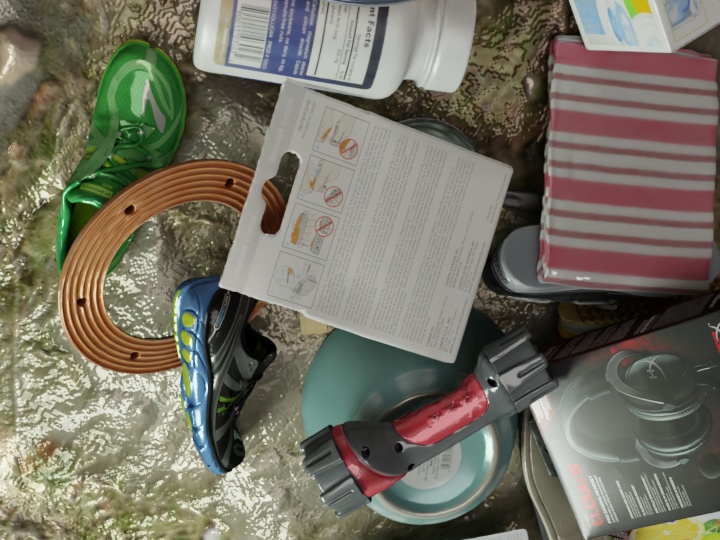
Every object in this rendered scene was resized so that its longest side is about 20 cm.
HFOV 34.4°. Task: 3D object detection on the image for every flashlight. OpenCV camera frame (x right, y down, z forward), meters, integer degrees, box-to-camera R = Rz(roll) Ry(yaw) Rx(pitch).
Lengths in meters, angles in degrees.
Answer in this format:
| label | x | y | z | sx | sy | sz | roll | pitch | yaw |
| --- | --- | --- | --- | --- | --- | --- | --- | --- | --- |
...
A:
| label | x | y | z | sx | sy | sz | roll | pitch | yaw |
| --- | --- | --- | --- | --- | --- | --- | --- | --- | --- |
| flashlight | 0.051 | 0.111 | 0.887 | 0.199 | 0.068 | 0.068 | -32 | 81 | 4 |

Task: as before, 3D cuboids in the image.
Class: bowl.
| label | x | y | z | sx | sy | sz | roll | pitch | yaw |
| --- | --- | --- | --- | --- | --- | --- | --- | --- | --- |
| bowl | 0.053 | 0.132 | 0.985 | 0.198 | 0.105 | 0.204 | -2 | 109 | -7 |

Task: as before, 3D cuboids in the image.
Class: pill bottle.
| label | x | y | z | sx | sy | sz | roll | pitch | yaw |
| --- | --- | --- | --- | --- | --- | --- | --- | --- | --- |
| pill bottle | -0.019 | -0.188 | 0.859 | 0.197 | 0.111 | 0.113 | 8 | 108 | -10 |

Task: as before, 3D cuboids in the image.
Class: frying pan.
| label | x | y | z | sx | sy | sz | roll | pitch | yaw |
| --- | --- | --- | --- | --- | --- | --- | --- | --- | --- |
| frying pan | 0.081 | -0.079 | 0.951 | 0.187 | 0.031 | 0.116 | -16 | 113 | -4 |

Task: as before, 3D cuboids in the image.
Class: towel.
| label | x | y | z | sx | sy | sz | roll | pitch | yaw |
| --- | --- | --- | --- | --- | --- | --- | --- | --- | --- |
| towel | 0.214 | -0.083 | 0.931 | 0.144 | 0.030 | 0.203 | 5 | 85 | -10 |

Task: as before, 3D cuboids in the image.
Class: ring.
| label | x | y | z | sx | sy | sz | roll | pitch | yaw |
| --- | --- | --- | --- | --- | --- | --- | --- | --- | --- |
| ring | -0.144 | -0.002 | 0.912 | 0.199 | 0.019 | 0.202 | -24 | 137 | -24 |

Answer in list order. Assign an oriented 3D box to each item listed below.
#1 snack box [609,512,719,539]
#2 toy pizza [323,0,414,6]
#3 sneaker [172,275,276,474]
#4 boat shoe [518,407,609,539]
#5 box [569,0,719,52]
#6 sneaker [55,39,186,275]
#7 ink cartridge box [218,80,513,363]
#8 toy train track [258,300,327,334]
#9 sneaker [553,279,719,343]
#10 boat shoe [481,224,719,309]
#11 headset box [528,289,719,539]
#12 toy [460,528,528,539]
| label | x | y | z | sx | sy | sz | roll | pitch | yaw |
| --- | --- | --- | --- | --- | --- | --- | --- | --- | --- |
| snack box | 0.308 | 0.171 | 1.022 | 0.140 | 0.053 | 0.201 | 15 | 129 | -13 |
| toy pizza | -0.013 | -0.254 | 0.815 | 0.197 | 0.203 | 0.032 | 6 | 147 | -9 |
| sneaker | -0.106 | 0.089 | 0.950 | 0.082 | 0.071 | 0.202 | -11 | 128 | -18 |
| boat shoe | 0.170 | 0.186 | 1.027 | 0.072 | 0.063 | 0.203 | -20 | 105 | -17 |
| box | 0.199 | -0.272 | 0.844 | 0.101 | 0.112 | 0.202 | -31 | 111 | -15 |
| sneaker | -0.184 | -0.074 | 0.892 | 0.073 | 0.084 | 0.202 | 16 | 106 | -12 |
| ink cartridge box | 0.004 | -0.035 | 0.889 | 0.198 | 0.050 | 0.163 | 18 | 90 | -16 |
| toy train track | 0.000 | 0.000 | 0.958 | 0.197 | 0.033 | 0.116 | -4 | 138 | -3 |
| sneaker | 0.265 | 0.064 | 1.011 | 0.197 | 0.075 | 0.091 | -1 | 119 | -1 |
| boat shoe | 0.198 | -0.002 | 0.965 | 0.196 | 0.068 | 0.075 | -8 | 76 | -15 |
| headset box | 0.228 | 0.116 | 0.918 | 0.198 | 0.077 | 0.151 | -21 | 94 | 32 |
| toy | 0.061 | 0.292 | 1.073 | 0.197 | 0.047 | 0.117 | -12 | 114 | 1 |
